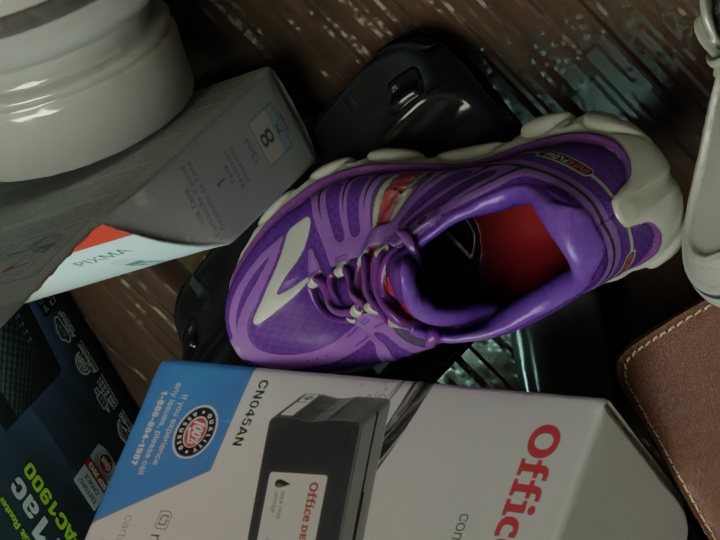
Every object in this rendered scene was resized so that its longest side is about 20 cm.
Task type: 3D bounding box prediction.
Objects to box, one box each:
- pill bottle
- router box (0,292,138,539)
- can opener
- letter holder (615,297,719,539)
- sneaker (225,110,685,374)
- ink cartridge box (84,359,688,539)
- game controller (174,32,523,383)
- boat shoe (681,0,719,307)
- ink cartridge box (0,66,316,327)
[{"bbox_3d":[-0.137,-0.141,0.957,0.113,0.114,0.201,-5,119,27],"label":"pill bottle"},{"bbox_3d":[-0.162,0.079,1.089,0.062,0.150,0.200,-17,114,32],"label":"router box"},{"bbox_3d":[0.099,0.082,1.046,0.066,0.053,0.201,-19,118,-5],"label":"can opener"},{"bbox_3d":[0.210,0.030,0.922,0.200,0.101,0.142,-25,103,35],"label":"letter holder"},{"bbox_3d":[0.018,-0.004,0.932,0.200,0.083,0.081,-21,98,41],"label":"sneaker"},{"bbox_3d":[-0.001,0.118,0.945,0.199,0.145,0.084,3,149,34],"label":"ink cartridge box"},{"bbox_3d":[0.000,0.000,1.026,0.104,0.042,0.200,47,129,6],"label":"game controller"},{"bbox_3d":[0.143,-0.082,0.853,0.066,0.072,0.201,12,111,-33],"label":"boat shoe"},{"bbox_3d":[-0.127,0.003,0.966,0.160,0.200,0.047,-15,111,35],"label":"ink cartridge box"}]
